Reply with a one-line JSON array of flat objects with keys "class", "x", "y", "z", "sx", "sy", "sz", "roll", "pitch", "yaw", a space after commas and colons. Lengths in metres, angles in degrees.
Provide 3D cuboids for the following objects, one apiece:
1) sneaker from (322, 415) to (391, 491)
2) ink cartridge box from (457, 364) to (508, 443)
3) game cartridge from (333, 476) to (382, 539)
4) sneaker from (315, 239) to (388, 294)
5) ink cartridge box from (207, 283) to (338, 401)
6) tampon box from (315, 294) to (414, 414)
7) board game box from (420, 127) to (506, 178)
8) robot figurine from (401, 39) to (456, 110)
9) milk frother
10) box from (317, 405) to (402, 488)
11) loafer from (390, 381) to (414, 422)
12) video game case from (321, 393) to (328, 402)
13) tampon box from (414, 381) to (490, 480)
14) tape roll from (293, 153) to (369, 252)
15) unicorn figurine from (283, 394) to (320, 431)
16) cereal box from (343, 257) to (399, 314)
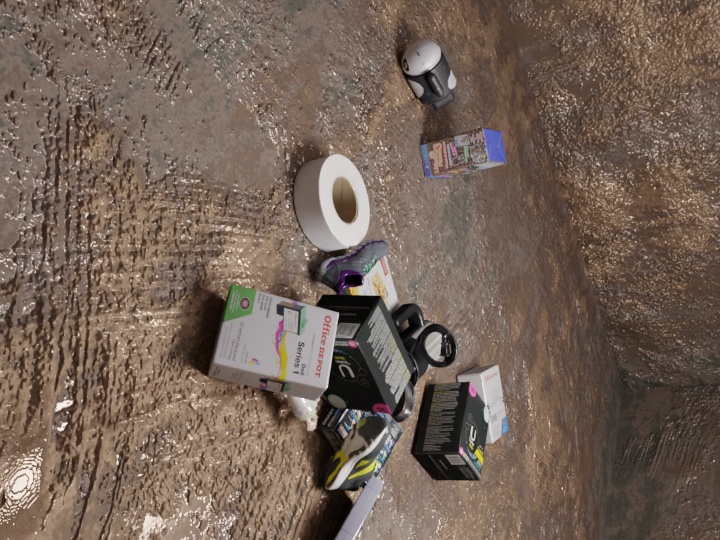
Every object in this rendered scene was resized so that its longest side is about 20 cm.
[{"class": "sneaker", "x": 0.005, "y": 0.365, "z": 1.418, "sx": 0.084, "sy": 0.200, "sz": 0.075, "roll": 24, "pitch": 28, "yaw": -31}, {"class": "ink cartridge box", "x": 0.360, "y": 0.390, "z": 2.090, "sx": 0.145, "sy": 0.083, "sz": 0.203, "roll": -6, "pitch": 87, "yaw": -59}, {"class": "game cartridge", "x": -0.018, "y": 0.508, "z": 1.409, "sx": 0.041, "sy": 0.134, "sz": 0.200, "roll": 33, "pitch": 38, "yaw": 7}, {"class": "sneaker", "x": 0.000, "y": 0.000, "z": 1.541, "sx": 0.199, "sy": 0.087, "sz": 0.075, "roll": -26, "pitch": 142, "yaw": -34}, {"class": "ink cartridge box", "x": -0.147, "y": 0.125, "z": 1.224, "sx": 0.198, "sy": 0.084, "sz": 0.146, "roll": 15, "pitch": 62, "yaw": -13}, {"class": "tampon box", "x": -0.009, "y": 0.164, "z": 1.400, "sx": 0.127, "sy": 0.148, "sz": 0.201, "roll": -56, "pitch": 133, "yaw": -41}, {"class": "board game box", "x": 0.301, "y": -0.339, "z": 2.076, "sx": 0.159, "sy": 0.198, "sz": 0.098, "roll": -10, "pitch": 89, "yaw": -59}, {"class": "robot figurine", "x": 0.196, "y": -0.559, "z": 2.040, "sx": 0.125, "sy": 0.149, "sz": 0.200, "roll": -55, "pitch": 132, "yaw": -21}, {"class": "milk frother", "x": 0.159, "y": 0.182, "z": 1.688, "sx": 0.188, "sy": 0.198, "sz": 0.183, "roll": -31, "pitch": 128, "yaw": -57}, {"class": "box", "x": 0.005, "y": 0.339, "z": 1.519, "sx": 0.159, "sy": 0.046, "sz": 0.201, "roll": -54, "pitch": 130, "yaw": -35}, {"class": "loafer", "x": 0.065, "y": 0.235, "z": 1.528, "sx": 0.072, "sy": 0.073, "sz": 0.201, "roll": 42, "pitch": 21, "yaw": -33}, {"class": "video game case", "x": -0.017, "y": 0.201, "z": 1.538, "sx": 0.182, "sy": 0.023, "sz": 0.202, "roll": 44, "pitch": 59, "yaw": -45}, {"class": "tampon box", "x": 0.241, "y": 0.414, "z": 1.832, "sx": 0.150, "sy": 0.125, "sz": 0.202, "roll": 54, "pitch": 40, "yaw": -38}, {"class": "tape roll", "x": -0.060, "y": -0.146, "z": 1.553, "sx": 0.202, "sy": 0.070, "sz": 0.205, "roll": 23, "pitch": 63, "yaw": -55}, {"class": "unicorn figurine", "x": -0.131, "y": 0.216, "z": 1.327, "sx": 0.200, "sy": 0.074, "sz": 0.138, "roll": 49, "pitch": 17, "yaw": -12}, {"class": "cereal box", "x": 0.021, "y": 0.056, "z": 1.661, "sx": 0.200, "sy": 0.039, "sz": 0.146, "roll": -38, "pitch": 116, "yaw": -56}]
